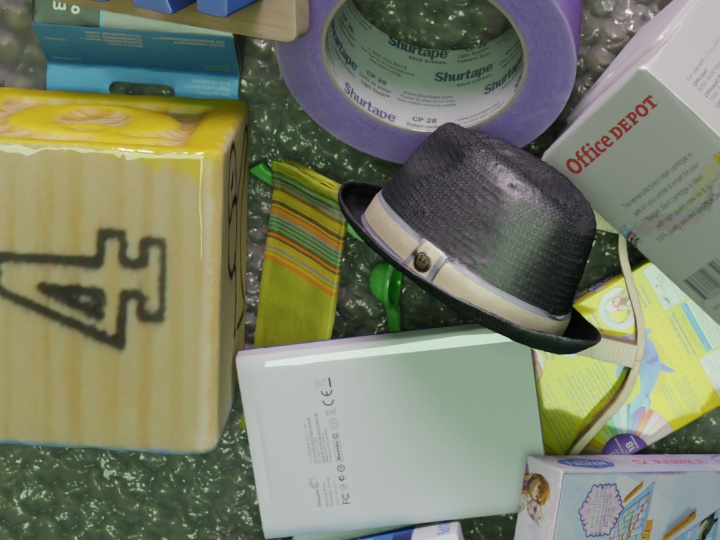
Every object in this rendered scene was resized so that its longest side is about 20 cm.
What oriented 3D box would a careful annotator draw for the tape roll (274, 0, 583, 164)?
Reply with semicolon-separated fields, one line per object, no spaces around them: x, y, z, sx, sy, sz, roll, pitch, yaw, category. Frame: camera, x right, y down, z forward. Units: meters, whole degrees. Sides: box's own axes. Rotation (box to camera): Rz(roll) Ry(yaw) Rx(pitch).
0.046;-0.168;1.429;0.198;0.085;0.201;5;138;5;tape roll

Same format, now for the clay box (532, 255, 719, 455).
0.180;0.068;1.528;0.199;0.048;0.116;-29;95;7;clay box

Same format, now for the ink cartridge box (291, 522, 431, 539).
0.012;0.161;1.541;0.103;0.059;0.202;14;98;2;ink cartridge box

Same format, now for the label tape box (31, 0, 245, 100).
-0.150;-0.199;1.496;0.143;0.063;0.202;4;98;2;label tape box

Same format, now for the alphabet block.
-0.177;-0.005;1.450;0.194;0.195;0.202;2;104;1;alphabet block

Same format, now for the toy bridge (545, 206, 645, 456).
0.160;0.050;1.489;0.067;0.027;0.202;13;98;2;toy bridge

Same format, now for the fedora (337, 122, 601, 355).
0.086;-0.032;1.405;0.199;0.201;0.092;30;104;-2;fedora

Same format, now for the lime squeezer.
0.000;0.000;1.531;0.070;0.038;0.201;-29;97;6;lime squeezer

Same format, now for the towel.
-0.047;0.029;1.507;0.018;0.086;0.202;-3;109;-35;towel

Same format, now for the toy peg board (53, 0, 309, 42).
-0.143;-0.242;1.347;0.198;0.098;0.201;13;117;28;toy peg board

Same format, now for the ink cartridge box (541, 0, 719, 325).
0.254;-0.081;1.431;0.200;0.147;0.145;42;59;-4;ink cartridge box

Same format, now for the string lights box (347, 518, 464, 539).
-0.017;0.243;1.492;0.198;0.059;0.104;-14;94;6;string lights box

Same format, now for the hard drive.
0.023;0.108;1.476;0.198;0.025;0.133;-7;105;7;hard drive

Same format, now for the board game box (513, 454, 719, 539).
0.185;0.228;1.500;0.198;0.041;0.202;4;99;-36;board game box
